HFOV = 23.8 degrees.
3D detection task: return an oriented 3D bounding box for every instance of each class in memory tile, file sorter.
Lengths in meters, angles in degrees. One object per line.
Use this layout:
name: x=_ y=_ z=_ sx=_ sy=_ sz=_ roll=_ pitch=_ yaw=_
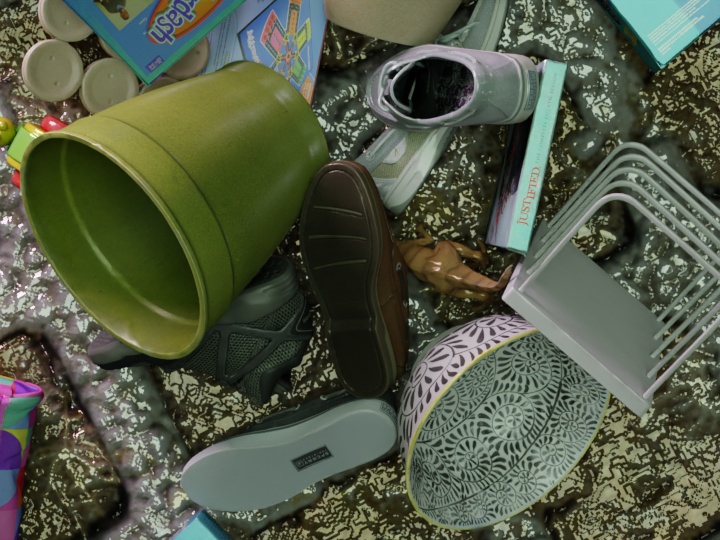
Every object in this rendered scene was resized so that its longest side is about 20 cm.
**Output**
memory tile: x=-0.187 y=-0.222 z=1.402 sx=0.152 sy=0.017 sz=0.202 roll=15 pitch=90 yaw=-27
file sorter: x=0.215 y=-0.005 z=1.348 sx=0.139 sy=0.200 sz=0.125 roll=41 pitch=110 yaw=-1

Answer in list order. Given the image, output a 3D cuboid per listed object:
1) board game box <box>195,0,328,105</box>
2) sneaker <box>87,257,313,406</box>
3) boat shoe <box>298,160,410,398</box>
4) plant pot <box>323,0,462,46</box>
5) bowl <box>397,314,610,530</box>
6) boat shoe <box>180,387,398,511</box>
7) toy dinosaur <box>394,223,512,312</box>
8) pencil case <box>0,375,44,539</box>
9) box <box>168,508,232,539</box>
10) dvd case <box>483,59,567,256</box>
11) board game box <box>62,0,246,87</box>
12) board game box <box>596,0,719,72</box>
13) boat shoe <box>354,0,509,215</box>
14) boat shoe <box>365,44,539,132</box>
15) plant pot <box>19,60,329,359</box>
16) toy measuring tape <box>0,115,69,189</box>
board game box: x=-0.075 y=-0.229 z=1.447 sx=0.102 sy=0.019 sz=0.202 roll=12 pitch=92 yaw=2
sneaker: x=-0.128 y=0.070 z=1.427 sx=0.198 sy=0.076 sz=0.115 roll=-17 pitch=111 yaw=14
boat shoe: x=0.000 y=0.000 z=1.385 sx=0.071 sy=0.068 sz=0.202 roll=6 pitch=115 yaw=27
plant pot: x=0.039 y=-0.291 z=1.381 sx=0.186 sy=0.187 sz=0.202 roll=15 pitch=106 yaw=0
bowl: x=0.099 y=0.106 z=1.403 sx=0.199 sy=0.094 sz=0.202 roll=-20 pitch=131 yaw=-24
boat shoe: x=-0.057 y=0.148 z=1.439 sx=0.199 sy=0.057 sz=0.069 roll=-19 pitch=117 yaw=15
toy dinosaur: x=0.075 y=0.002 z=1.400 sx=0.199 sy=0.106 sz=0.061 roll=22 pitch=97 yaw=43
pencil case: x=-0.319 y=0.188 z=1.431 sx=0.088 sy=0.088 sz=0.202 roll=8 pitch=91 yaw=0
box: x=-0.098 y=0.306 z=1.449 sx=0.082 sy=0.049 sz=0.200 roll=-43 pitch=91 yaw=2
dvd case: x=0.129 y=-0.087 z=1.360 sx=0.022 sy=0.200 sz=0.147 roll=12 pitch=92 yaw=0
board game box: x=-0.179 y=-0.265 z=1.329 sx=0.152 sy=0.045 sz=0.200 roll=-37 pitch=115 yaw=15
board game box: x=0.245 y=-0.292 z=1.429 sx=0.151 sy=0.047 sz=0.200 roll=-39 pitch=91 yaw=2
boat shoe: x=0.060 y=-0.146 z=1.424 sx=0.064 sy=0.074 sz=0.203 roll=30 pitch=100 yaw=0
boat shoe: x=0.052 y=-0.144 z=1.318 sx=0.071 sy=0.200 sz=0.071 roll=2 pitch=93 yaw=-34
plant pot: x=-0.130 y=-0.066 z=1.352 sx=0.193 sy=0.200 sz=0.201 roll=-39 pitch=91 yaw=-34
toy measuring tape: x=-0.227 y=-0.074 z=1.428 sx=0.199 sy=0.074 sz=0.074 roll=30 pitch=92 yaw=0
